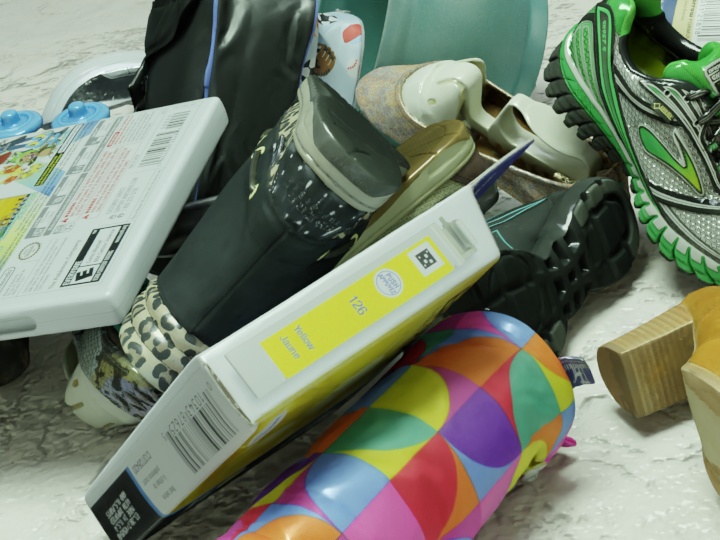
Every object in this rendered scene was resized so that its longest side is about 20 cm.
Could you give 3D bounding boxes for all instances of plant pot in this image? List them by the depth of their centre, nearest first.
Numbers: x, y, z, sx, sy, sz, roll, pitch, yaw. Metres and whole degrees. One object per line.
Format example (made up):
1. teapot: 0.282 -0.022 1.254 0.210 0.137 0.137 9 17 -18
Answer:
1. plant pot: 0.053 -0.172 1.085 0.134 0.201 0.200 8 20 -17

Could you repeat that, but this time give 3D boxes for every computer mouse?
1. computer mouse: -0.165 -0.161 1.192 0.200 0.044 0.110 -22 10 -16

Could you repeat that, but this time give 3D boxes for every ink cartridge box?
1. ink cartridge box: -0.018 0.040 0.694 0.200 0.047 0.198 -30 -10 -32

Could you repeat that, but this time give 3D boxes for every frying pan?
1. frying pan: -0.121 -0.017 0.883 0.190 0.031 0.115 -9 18 11

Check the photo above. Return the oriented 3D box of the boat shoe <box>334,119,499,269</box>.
1. boat shoe: 0.000 0.000 0.850 0.200 0.065 0.073 -42 17 -5

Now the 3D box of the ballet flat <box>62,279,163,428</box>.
1. ballet flat: -0.135 0.051 0.839 0.072 0.072 0.200 -18 21 -10

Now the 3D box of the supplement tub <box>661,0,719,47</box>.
1. supplement tub: 0.276 -0.120 0.886 0.200 0.145 0.144 5 31 35

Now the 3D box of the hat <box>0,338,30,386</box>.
1. hat: -0.246 0.028 0.905 0.200 0.081 0.201 -15 35 11

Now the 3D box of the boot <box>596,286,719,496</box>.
1. boot: 0.207 0.043 0.665 0.144 0.071 0.201 -22 21 -10

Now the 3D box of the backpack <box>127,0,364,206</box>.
1. backpack: -0.087 -0.119 1.029 0.154 0.200 0.190 10 8 -26

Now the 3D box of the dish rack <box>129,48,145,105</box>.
1. dish rack: -0.103 -0.172 1.308 0.200 0.044 0.172 -13 24 2

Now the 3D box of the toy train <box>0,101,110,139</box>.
1. toy train: -0.256 -0.064 1.114 0.200 0.087 0.114 -9 31 10

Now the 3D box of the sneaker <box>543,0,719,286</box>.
1. sneaker: 0.182 -0.069 0.816 0.078 0.085 0.200 -29 72 -34

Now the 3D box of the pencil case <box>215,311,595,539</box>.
1. pencil case: 0.019 0.095 0.640 0.088 0.088 0.200 8 34 39

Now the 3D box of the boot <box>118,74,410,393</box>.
1. boot: -0.050 -0.020 0.773 0.154 0.073 0.204 -47 6 8

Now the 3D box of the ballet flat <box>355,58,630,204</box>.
1. ballet flat: 0.082 -0.092 0.924 0.200 0.067 0.068 29 61 21

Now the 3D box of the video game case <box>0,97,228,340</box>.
1. video game case: -0.183 -0.025 0.842 0.182 0.022 0.200 -8 34 20

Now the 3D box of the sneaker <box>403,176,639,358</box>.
1. sneaker: 0.078 0.013 0.816 0.079 0.075 0.200 -11 15 42
